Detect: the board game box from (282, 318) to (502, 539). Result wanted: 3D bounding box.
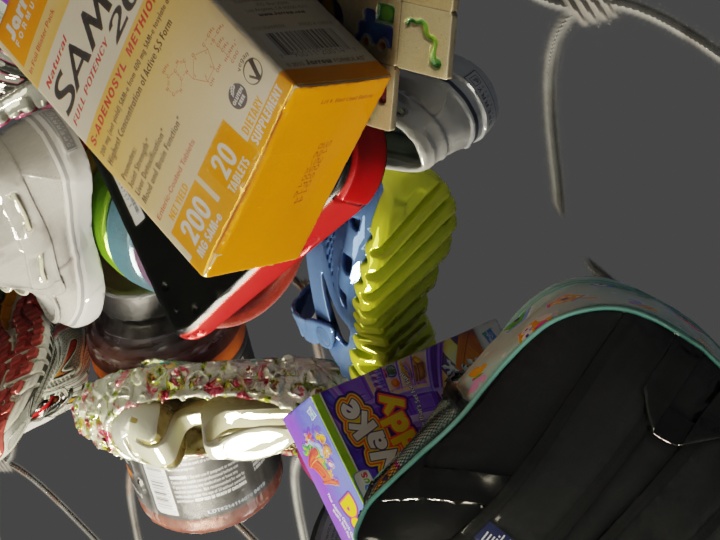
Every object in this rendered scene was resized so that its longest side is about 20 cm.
[{"bbox_3d":[0.061,0.144,1.237,0.200,0.134,0.045,63,149,9],"label":"board game box"}]

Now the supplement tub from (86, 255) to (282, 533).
[{"bbox_3d":[-0.121,0.072,1.460,0.107,0.107,0.200,21,137,38],"label":"supplement tub"}]

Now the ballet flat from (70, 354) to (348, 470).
[{"bbox_3d":[-0.099,0.092,1.359,0.200,0.064,0.076,-10,126,22],"label":"ballet flat"}]

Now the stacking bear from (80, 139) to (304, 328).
[{"bbox_3d":[-0.132,-0.054,1.351,0.200,0.121,0.114,32,138,42],"label":"stacking bear"}]

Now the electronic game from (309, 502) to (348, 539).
[{"bbox_3d":[0.061,0.190,1.269,0.200,0.200,0.042,50,148,0],"label":"electronic game"}]

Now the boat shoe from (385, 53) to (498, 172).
[{"bbox_3d":[-0.018,-0.097,1.195,0.200,0.067,0.074,11,131,45],"label":"boat shoe"}]

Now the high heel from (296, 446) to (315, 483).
[{"bbox_3d":[0.030,0.156,1.349,0.200,0.067,0.096,23,148,-25],"label":"high heel"}]

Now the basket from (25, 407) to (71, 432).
[{"bbox_3d":[-0.341,0.041,1.581,0.200,0.198,0.161,35,145,50],"label":"basket"}]

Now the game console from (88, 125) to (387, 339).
[{"bbox_3d":[-0.080,-0.088,1.192,0.177,0.031,0.200,-41,66,35],"label":"game console"}]

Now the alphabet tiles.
[{"bbox_3d":[-0.012,-0.177,1.087,0.166,0.006,0.200,19,112,40],"label":"alphabet tiles"}]

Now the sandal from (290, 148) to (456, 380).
[{"bbox_3d":[0.000,0.000,1.269,0.087,0.079,0.200,40,145,23],"label":"sandal"}]

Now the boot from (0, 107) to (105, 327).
[{"bbox_3d":[-0.212,-0.015,1.307,0.074,0.095,0.200,52,158,27],"label":"boot"}]

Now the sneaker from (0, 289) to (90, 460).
[{"bbox_3d":[-0.212,0.067,1.418,0.078,0.200,0.082,-22,112,19],"label":"sneaker"}]

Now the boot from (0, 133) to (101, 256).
[{"bbox_3d":[-0.259,-0.058,1.441,0.200,0.070,0.146,23,-169,-45],"label":"boot"}]

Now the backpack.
[{"bbox_3d":[0.117,0.106,1.134,0.176,0.153,0.200,39,106,-1],"label":"backpack"}]

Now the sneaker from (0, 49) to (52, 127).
[{"bbox_3d":[-0.220,-0.142,1.356,0.200,0.074,0.088,-15,111,31],"label":"sneaker"}]

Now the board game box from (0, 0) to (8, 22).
[{"bbox_3d":[-0.177,-0.241,1.207,0.103,0.105,0.200,37,145,20],"label":"board game box"}]

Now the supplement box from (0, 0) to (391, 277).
[{"bbox_3d":[-0.092,-0.110,1.122,0.200,0.073,0.126,46,127,27],"label":"supplement box"}]
